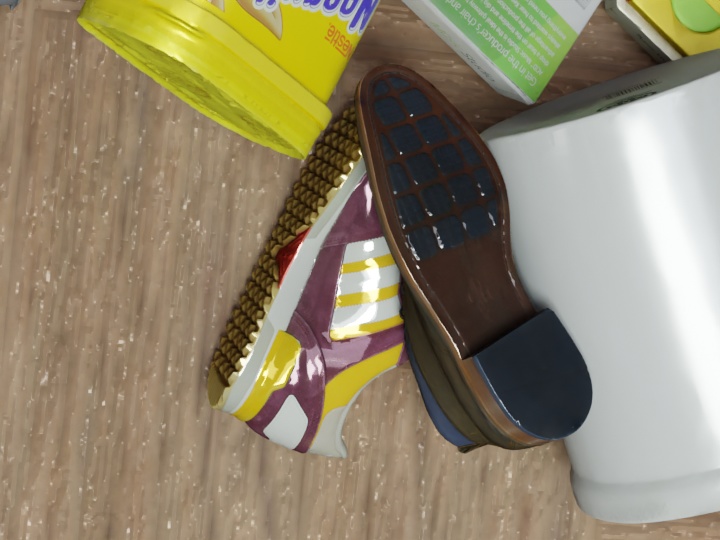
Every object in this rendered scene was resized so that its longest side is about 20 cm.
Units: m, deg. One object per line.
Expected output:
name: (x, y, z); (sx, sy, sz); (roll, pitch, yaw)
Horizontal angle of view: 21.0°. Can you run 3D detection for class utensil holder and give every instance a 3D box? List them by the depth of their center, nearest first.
utensil holder: (0.162, 0.003, 0.987); (0.169, 0.170, 0.201); (-20, 99, -8)

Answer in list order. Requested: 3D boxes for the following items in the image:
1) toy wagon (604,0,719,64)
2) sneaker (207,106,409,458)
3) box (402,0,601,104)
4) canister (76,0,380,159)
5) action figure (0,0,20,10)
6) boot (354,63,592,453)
toy wagon: (0.221, -0.196, 1.058); (0.155, 0.040, 0.200); (42, 86, -9)
sneaker: (0.000, 0.000, 1.019); (0.090, 0.075, 0.201); (28, 94, -18)
box: (0.090, -0.204, 0.969); (0.144, 0.036, 0.200); (39, 81, -38)
canister: (-0.036, -0.176, 0.965); (0.148, 0.086, 0.201); (34, 81, -54)
action figure: (-0.242, -0.141, 0.971); (0.130, 0.069, 0.201); (24, 85, -3)
boot: (0.034, 0.002, 0.965); (0.074, 0.097, 0.201); (-21, 83, -28)
